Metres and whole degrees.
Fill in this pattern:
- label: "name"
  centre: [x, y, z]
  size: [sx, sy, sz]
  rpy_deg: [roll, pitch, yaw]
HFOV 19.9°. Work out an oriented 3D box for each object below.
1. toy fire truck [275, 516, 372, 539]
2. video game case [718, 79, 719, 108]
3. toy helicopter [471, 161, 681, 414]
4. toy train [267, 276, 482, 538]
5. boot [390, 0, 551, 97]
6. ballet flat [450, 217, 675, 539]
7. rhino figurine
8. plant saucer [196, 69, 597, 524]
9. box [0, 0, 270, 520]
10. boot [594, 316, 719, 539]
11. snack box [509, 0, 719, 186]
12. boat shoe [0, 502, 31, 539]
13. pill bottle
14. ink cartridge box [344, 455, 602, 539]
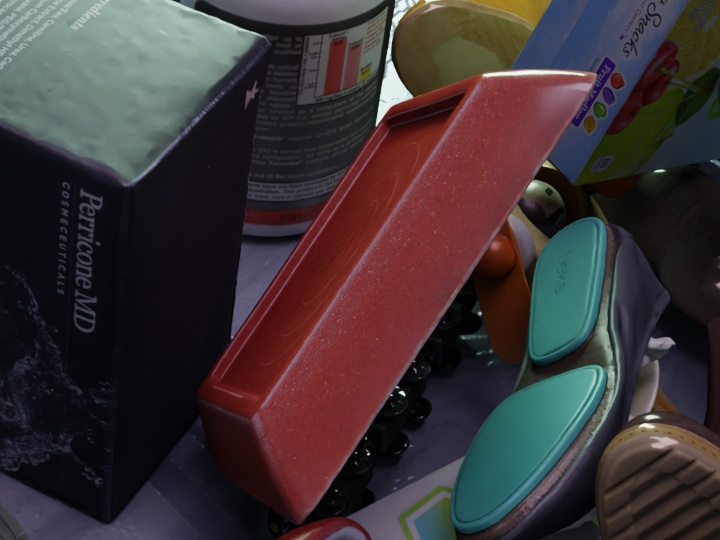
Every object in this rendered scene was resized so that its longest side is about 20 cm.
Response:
- label: "toy fire truck"
  centre: [-0.016, 0.201, 0.685]
  size: [0.168, 0.112, 0.201]
  rpy_deg: [-26, 89, -41]
- label: "video game case"
  centre: [0.258, -0.017, 0.876]
  size: [0.181, 0.022, 0.201]
  rpy_deg: [-3, 49, 0]
- label: "toy helicopter"
  centre: [0.098, 0.011, 0.960]
  size: [0.132, 0.079, 0.201]
  rpy_deg: [8, 49, -53]
- label: "toy train"
  centre: [0.008, 0.057, 0.945]
  size: [0.046, 0.034, 0.200]
  rpy_deg: [13, 40, 20]
- label: "boot"
  centre: [0.057, -0.140, 1.099]
  size: [0.201, 0.071, 0.144]
  rpy_deg: [17, 34, -49]
- label: "ballet flat"
  centre: [0.092, 0.058, 0.842]
  size: [0.073, 0.073, 0.200]
  rpy_deg: [15, 40, 7]
- label: "rhino figurine"
  centre: [0.184, -0.003, 1.024]
  size: [0.087, 0.060, 0.200]
  rpy_deg: [-12, 47, -28]
- label: "plant saucer"
  centre: [0.000, 0.000, 0.834]
  size: [0.037, 0.200, 0.201]
  rpy_deg: [34, 83, -10]
- label: "box"
  centre: [-0.158, -0.030, 0.885]
  size: [0.199, 0.197, 0.118]
  rpy_deg: [23, 44, 15]
- label: "boot"
  centre: [0.151, 0.080, 0.848]
  size: [0.072, 0.200, 0.167]
  rpy_deg: [-26, 38, 22]
- label: "snack box"
  centre: [0.178, -0.132, 0.970]
  size: [0.199, 0.169, 0.068]
  rpy_deg: [-14, 53, -48]
- label: "boat shoe"
  centre: [-0.205, 0.111, 0.828]
  size: [0.201, 0.065, 0.074]
  rpy_deg: [28, 43, 15]
- label: "pill bottle"
  centre: [-0.041, -0.125, 1.011]
  size: [0.115, 0.201, 0.116]
  rpy_deg: [5, 42, -5]
- label: "ink cartridge box"
  centre: [0.054, 0.136, 0.842]
  size: [0.199, 0.060, 0.104]
  rpy_deg: [-23, 50, -31]
